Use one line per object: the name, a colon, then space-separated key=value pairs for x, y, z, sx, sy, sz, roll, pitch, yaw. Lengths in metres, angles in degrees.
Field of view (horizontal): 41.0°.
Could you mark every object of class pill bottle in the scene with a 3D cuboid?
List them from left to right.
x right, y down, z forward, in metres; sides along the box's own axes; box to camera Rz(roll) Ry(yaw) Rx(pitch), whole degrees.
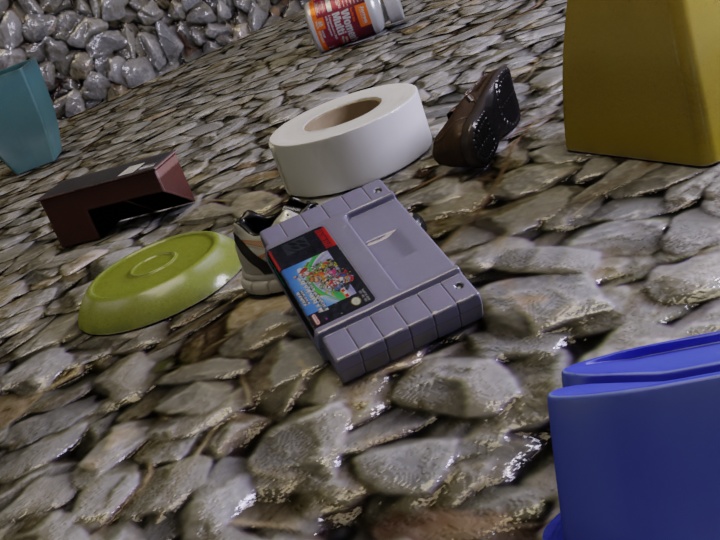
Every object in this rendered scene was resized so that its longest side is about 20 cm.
pill bottle: x=-0.012 y=-0.551 z=2.065 sx=0.198 sy=0.110 sz=0.110 roll=-17 pitch=22 yaw=10

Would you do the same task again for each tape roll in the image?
tape roll: x=-0.013 y=-0.166 z=1.218 sx=0.201 sy=0.071 sz=0.203 roll=-17 pitch=22 yaw=7

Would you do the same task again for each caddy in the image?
caddy: x=0.174 y=0.085 z=0.425 sx=0.198 sy=0.106 sz=0.141 roll=-13 pitch=0 yaw=18

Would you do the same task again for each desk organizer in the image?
desk organizer: x=-0.337 y=-0.098 z=1.335 sx=0.198 sy=0.078 sz=0.072 roll=-12 pitch=23 yaw=22

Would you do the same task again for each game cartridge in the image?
game cartridge: x=0.000 y=0.000 z=0.799 sx=0.129 sy=0.039 sz=0.200 roll=-21 pitch=38 yaw=-12

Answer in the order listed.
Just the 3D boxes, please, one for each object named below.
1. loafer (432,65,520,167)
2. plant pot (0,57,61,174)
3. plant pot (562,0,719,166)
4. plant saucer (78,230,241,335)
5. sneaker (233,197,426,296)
loafer: x=0.132 y=-0.180 z=1.117 sx=0.070 sy=0.074 sz=0.200 roll=-6 pitch=26 yaw=29
plant pot: x=-0.712 y=-0.316 z=2.012 sx=0.140 sy=0.201 sz=0.141 roll=-20 pitch=22 yaw=1
plant pot: x=0.313 y=-0.232 z=0.939 sx=0.199 sy=0.178 sz=0.200 roll=-29 pitch=23 yaw=-21
plant saucer: x=-0.222 y=0.005 z=1.058 sx=0.198 sy=0.031 sz=0.200 roll=-17 pitch=23 yaw=7
sneaker: x=-0.035 y=-0.031 z=0.913 sx=0.198 sy=0.081 sz=0.074 roll=-10 pitch=21 yaw=19
